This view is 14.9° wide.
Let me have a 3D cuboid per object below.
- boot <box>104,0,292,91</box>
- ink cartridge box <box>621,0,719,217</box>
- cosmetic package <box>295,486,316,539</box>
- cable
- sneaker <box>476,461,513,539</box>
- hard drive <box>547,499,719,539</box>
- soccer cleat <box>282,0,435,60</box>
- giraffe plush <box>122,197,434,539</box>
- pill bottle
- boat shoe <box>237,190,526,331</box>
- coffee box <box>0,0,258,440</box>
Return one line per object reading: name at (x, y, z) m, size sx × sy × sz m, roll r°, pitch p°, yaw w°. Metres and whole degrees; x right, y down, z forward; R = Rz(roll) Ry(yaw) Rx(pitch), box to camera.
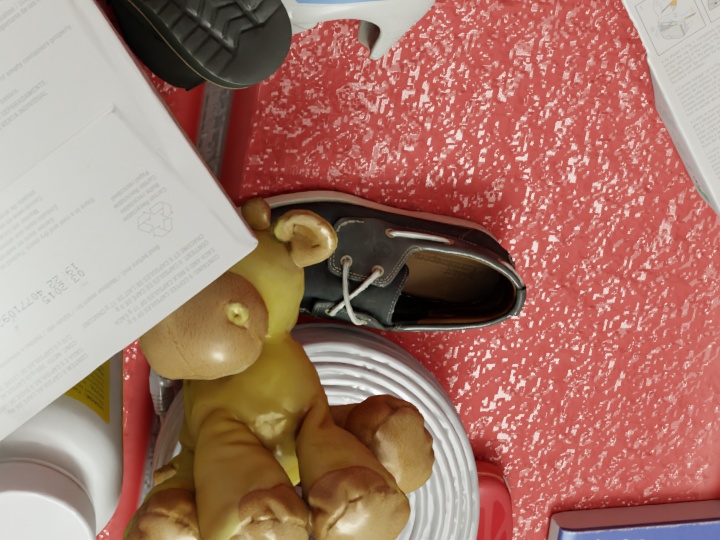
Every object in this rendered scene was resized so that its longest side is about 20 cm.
boot at (-0.130, -0.172, 1.444) m, size 0.077 × 0.138 × 0.200 m, roll -37°, pitch 99°, yaw -15°
ink cartridge box at (0.239, -0.149, 1.625) m, size 0.160 × 0.050 × 0.200 m, roll -32°, pitch 119°, yaw -2°
cosmetic package at (-0.018, 0.232, 1.721) m, size 0.082 × 0.051 × 0.201 m, roll 2°, pitch 115°, yaw -21°
cable at (-0.024, 0.131, 1.612) m, size 0.199 × 0.069 × 0.201 m, roll -1°, pitch 95°, yaw -16°
sneaker at (0.070, 0.228, 1.713) m, size 0.078 × 0.116 × 0.201 m, roll -1°, pitch 117°, yaw -20°
hard drive at (0.175, 0.248, 1.818) m, size 0.131 × 0.025 × 0.201 m, roll -3°, pitch 117°, yaw -19°
soccer cleat at (-0.047, -0.174, 1.487) m, size 0.199 × 0.070 × 0.086 m, roll 23°, pitch 116°, yaw -26°
giraffe plush at (-0.059, 0.051, 1.448) m, size 0.172 × 0.200 × 0.163 m, roll -13°, pitch 109°, yaw 1°
pill bottle at (-0.182, 0.086, 1.484) m, size 0.111 × 0.200 × 0.112 m, roll -3°, pitch 125°, yaw -4°
boat shoe at (0.000, 0.000, 1.598) m, size 0.199 × 0.068 × 0.072 m, roll 4°, pitch 117°, yaw -21°
coffee box at (-0.205, -0.066, 1.407) m, size 0.199 × 0.198 × 0.200 m, roll -36°, pitch 125°, yaw -1°
